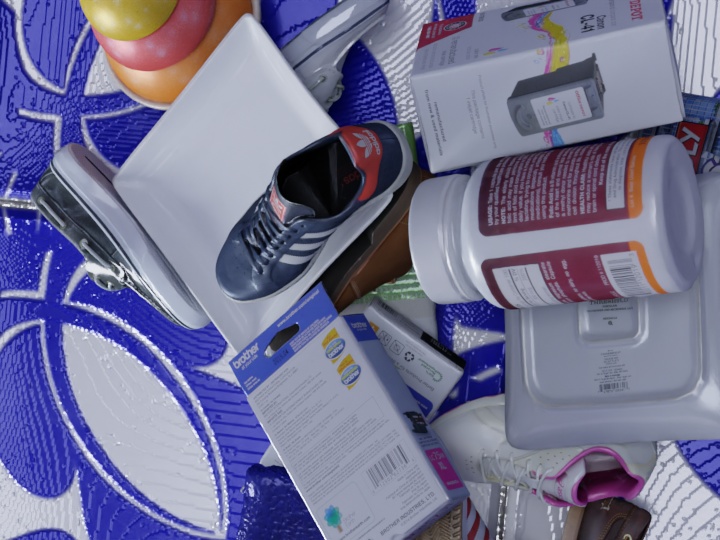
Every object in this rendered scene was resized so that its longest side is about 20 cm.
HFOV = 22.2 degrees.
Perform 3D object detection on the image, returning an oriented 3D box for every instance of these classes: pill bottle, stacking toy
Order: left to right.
[{"bbox_3d":[-0.176,-0.224,1.465,0.144,0.200,0.148,-5,75,17],"label":"stacking toy"},{"bbox_3d":[0.144,-0.032,1.356,0.198,0.114,0.116,-6,89,26],"label":"pill bottle"}]

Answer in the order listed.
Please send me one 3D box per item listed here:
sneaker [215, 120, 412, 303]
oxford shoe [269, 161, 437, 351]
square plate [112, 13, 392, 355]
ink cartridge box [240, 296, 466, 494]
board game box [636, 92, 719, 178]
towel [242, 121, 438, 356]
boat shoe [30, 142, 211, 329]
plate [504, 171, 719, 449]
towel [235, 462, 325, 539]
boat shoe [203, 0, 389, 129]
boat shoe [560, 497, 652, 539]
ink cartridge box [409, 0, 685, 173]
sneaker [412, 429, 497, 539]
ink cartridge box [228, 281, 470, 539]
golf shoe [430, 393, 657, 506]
[{"bbox_3d":[-0.054,-0.045,1.390,0.200,0.084,0.075,-43,73,26],"label":"sneaker"},{"bbox_3d":[0.000,0.000,1.467,0.200,0.071,0.072,-46,40,23],"label":"oxford shoe"},{"bbox_3d":[-0.087,-0.067,1.474,0.198,0.028,0.201,-47,70,24],"label":"square plate"},{"bbox_3d":[-0.007,0.128,1.507,0.094,0.037,0.201,35,105,-1],"label":"ink cartridge box"},{"bbox_3d":[0.254,-0.042,1.436,0.198,0.062,0.202,12,87,27],"label":"board game box"},{"bbox_3d":[-0.015,-0.016,1.511,0.147,0.031,0.203,-5,100,8],"label":"towel"},{"bbox_3d":[-0.201,-0.017,1.553,0.071,0.072,0.200,-47,73,19],"label":"boat shoe"},{"bbox_3d":[0.195,0.031,1.403,0.197,0.032,0.203,-6,80,26],"label":"plate"},{"bbox_3d":[-0.038,0.261,1.506,0.146,0.050,0.202,10,103,-1],"label":"towel"},{"bbox_3d":[-0.044,-0.159,1.521,0.199,0.074,0.067,-36,99,20],"label":"boat shoe"},{"bbox_3d":[0.178,0.278,1.467,0.070,0.070,0.202,17,93,12],"label":"boat shoe"},{"bbox_3d":[0.145,-0.155,1.428,0.198,0.148,0.086,-12,111,11],"label":"ink cartridge box"},{"bbox_3d":[0.084,0.212,1.465,0.071,0.112,0.202,-22,86,26],"label":"sneaker"},{"bbox_3d":[-0.011,0.122,1.426,0.119,0.042,0.201,-41,73,29],"label":"ink cartridge box"},{"bbox_3d":[0.140,0.147,1.458,0.198,0.092,0.076,-8,126,13],"label":"golf shoe"}]
